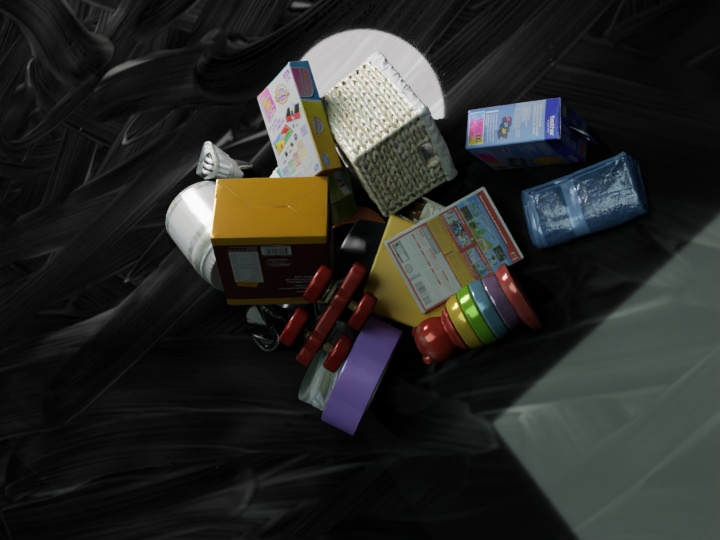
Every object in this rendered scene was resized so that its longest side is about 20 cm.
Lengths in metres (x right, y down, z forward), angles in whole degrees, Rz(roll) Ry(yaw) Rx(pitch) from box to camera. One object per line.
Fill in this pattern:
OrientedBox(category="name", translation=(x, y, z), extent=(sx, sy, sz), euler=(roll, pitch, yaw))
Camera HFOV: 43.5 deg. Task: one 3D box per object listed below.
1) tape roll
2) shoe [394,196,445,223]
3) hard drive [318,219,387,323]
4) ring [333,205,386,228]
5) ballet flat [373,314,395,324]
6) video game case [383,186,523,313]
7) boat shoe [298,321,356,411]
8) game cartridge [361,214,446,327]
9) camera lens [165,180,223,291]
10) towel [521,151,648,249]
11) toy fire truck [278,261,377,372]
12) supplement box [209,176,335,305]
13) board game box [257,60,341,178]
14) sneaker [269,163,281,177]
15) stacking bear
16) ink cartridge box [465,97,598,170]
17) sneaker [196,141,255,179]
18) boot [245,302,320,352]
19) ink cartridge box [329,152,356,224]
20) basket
OrientedBox(category="tape roll", translation=(0.004, 0.183, 1.566), extent=(0.066, 0.200, 0.200), euler=(24, 92, 5))
OrientedBox(category="shoe", translation=(0.105, -0.104, 1.664), extent=(0.200, 0.053, 0.070), euler=(29, 95, 35))
OrientedBox(category="hard drive", translation=(0.000, 0.000, 1.661), extent=(0.135, 0.042, 0.200), euler=(15, 78, 49))
OrientedBox(category="ring", translation=(-0.027, -0.029, 1.742), extent=(0.200, 0.019, 0.201), euler=(-10, 67, 25))
OrientedBox(category="ballet flat", translation=(0.082, 0.037, 1.641), extent=(0.071, 0.069, 0.200), euler=(43, 103, 15))
OrientedBox(category="video game case", translation=(0.160, -0.035, 1.558), extent=(0.200, 0.017, 0.143), euler=(-29, 85, 2))
OrientedBox(category="boat shoe", translation=(-0.047, 0.163, 1.679), extent=(0.074, 0.065, 0.202), euler=(-30, 32, 61))
OrientedBox(category="game cartridge", translation=(0.118, 0.016, 1.584), extent=(0.200, 0.032, 0.177), euler=(20, 89, 6))
OrientedBox(category="camera lens", translation=(-0.293, -0.074, 1.850), extent=(0.160, 0.160, 0.200), euler=(-50, 57, 12))
OrientedBox(category="towel", translation=(0.370, -0.113, 1.497), extent=(0.200, 0.049, 0.112), euler=(-19, 69, 28))
OrientedBox(category="toy fire truck", translation=(-0.049, 0.071, 1.541), extent=(0.112, 0.168, 0.200), euler=(30, 98, -2))
OrientedBox(category="supplement box", translation=(-0.147, -0.049, 1.593), extent=(0.197, 0.200, 0.133), euler=(-1, 54, 1))
OrientedBox(category="board game box", translation=(-0.112, -0.249, 1.608), extent=(0.153, 0.040, 0.200), euler=(-26, 80, 58))
OrientedBox(category="sneaker", translation=(-0.154, -0.207, 1.847), extent=(0.093, 0.070, 0.200), euler=(-6, 77, 26))
OrientedBox(category="stacking bear", translation=(0.183, 0.084, 1.508), extent=(0.200, 0.114, 0.122), euler=(-31, 64, 11))
OrientedBox(category="ink cartridge box", translation=(0.296, -0.229, 1.520), extent=(0.200, 0.136, 0.077), euler=(-4, 78, 33))
OrientedBox(category="sneaker", translation=(-0.287, -0.219, 1.940), extent=(0.200, 0.115, 0.075), euler=(-125, 52, -67))
OrientedBox(category="boot", translation=(-0.150, 0.071, 1.717), extent=(0.076, 0.168, 0.200), euler=(-31, 63, 23))
OrientedBox(category="ink cartridge box", translation=(-0.079, -0.190, 1.681), extent=(0.076, 0.200, 0.148), euler=(-28, 69, -5))
OrientedBox(category="basket", translation=(0.041, -0.241, 1.622), extent=(0.161, 0.198, 0.200), euler=(-33, 52, 1))
